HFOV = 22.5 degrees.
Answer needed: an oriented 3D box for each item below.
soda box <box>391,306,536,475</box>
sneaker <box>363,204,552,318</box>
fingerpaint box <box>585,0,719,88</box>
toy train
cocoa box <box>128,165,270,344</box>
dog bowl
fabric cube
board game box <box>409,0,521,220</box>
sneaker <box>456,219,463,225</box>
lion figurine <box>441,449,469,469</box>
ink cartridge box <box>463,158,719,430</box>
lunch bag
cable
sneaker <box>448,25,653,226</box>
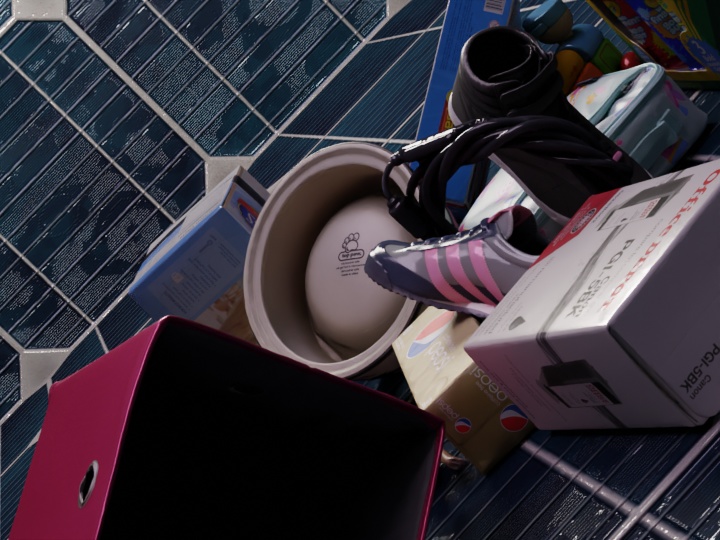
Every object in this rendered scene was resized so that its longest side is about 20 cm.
[{"bbox_3d":[0.075,0.073,1.280,0.068,0.064,0.200,-44,11,5],"label":"soda box"},{"bbox_3d":[0.089,-0.011,1.265,0.199,0.082,0.070,14,16,36],"label":"sneaker"},{"bbox_3d":[0.247,-0.226,1.451,0.073,0.167,0.200,-46,12,-3],"label":"fingerpaint box"},{"bbox_3d":[0.171,-0.151,1.586,0.085,0.116,0.200,-35,15,43],"label":"toy train"},{"bbox_3d":[-0.098,0.028,1.713,0.133,0.200,0.131,-41,12,17],"label":"cocoa box"},{"bbox_3d":[0.000,0.000,1.492,0.200,0.074,0.201,-12,70,38],"label":"dog bowl"},{"bbox_3d":[-0.095,0.166,1.092,0.199,0.199,0.197,-27,45,58],"label":"fabric cube"},{"bbox_3d":[0.095,-0.147,1.627,0.196,0.056,0.201,46,-123,-82],"label":"board game box"},{"bbox_3d":[0.040,0.016,1.591,0.078,0.075,0.200,-28,22,47],"label":"sneaker"},{"bbox_3d":[0.000,0.156,1.289,0.199,0.073,0.123,-26,10,19],"label":"lion figurine"},{"bbox_3d":[0.169,0.017,1.089,0.147,0.083,0.200,-48,11,-18],"label":"ink cartridge box"},{"bbox_3d":[0.172,-0.076,1.414,0.200,0.077,0.160,-50,11,-15],"label":"lunch bag"},{"bbox_3d":[0.113,-0.038,1.285,0.200,0.163,0.051,-17,24,44],"label":"cable"},{"bbox_3d":[0.139,-0.099,1.292,0.071,0.200,0.099,-44,-24,-17],"label":"sneaker"}]
